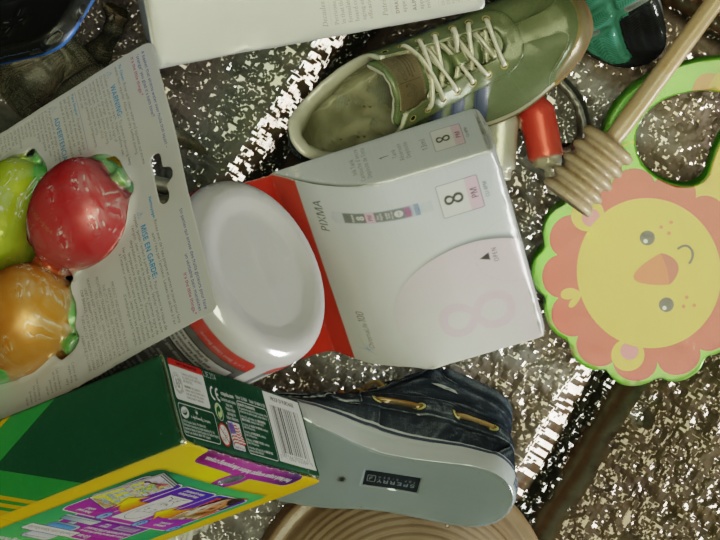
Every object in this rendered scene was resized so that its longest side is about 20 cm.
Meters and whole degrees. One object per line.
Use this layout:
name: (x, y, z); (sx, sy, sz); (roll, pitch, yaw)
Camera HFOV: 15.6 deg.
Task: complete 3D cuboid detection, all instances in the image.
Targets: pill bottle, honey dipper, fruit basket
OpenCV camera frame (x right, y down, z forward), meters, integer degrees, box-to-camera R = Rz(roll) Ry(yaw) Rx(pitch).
pill bottle: (-0.129, 0.034, 1.570); (0.200, 0.116, 0.116); (-26, 102, 34)
honey dipper: (0.186, -0.123, 1.626); (0.038, 0.038, 0.200); (36, 92, -9)
fruit basket: (-0.176, -0.009, 1.504); (0.200, 0.094, 0.185); (-26, 59, 17)

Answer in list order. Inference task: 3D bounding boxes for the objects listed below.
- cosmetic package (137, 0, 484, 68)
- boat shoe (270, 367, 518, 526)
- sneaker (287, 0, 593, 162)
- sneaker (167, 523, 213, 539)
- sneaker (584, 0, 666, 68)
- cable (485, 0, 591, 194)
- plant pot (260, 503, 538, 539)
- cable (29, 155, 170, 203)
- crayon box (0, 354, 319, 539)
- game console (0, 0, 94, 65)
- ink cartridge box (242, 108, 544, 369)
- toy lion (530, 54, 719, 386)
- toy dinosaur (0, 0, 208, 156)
cosmetic package: (-0.036, -0.184, 1.560); (0.200, 0.113, 0.081); (-12, 108, -3)
boat shoe: (0.001, 0.100, 1.652); (0.200, 0.091, 0.071); (14, 126, -7)
sneaker: (0.043, -0.112, 1.597); (0.200, 0.090, 0.067); (-26, 83, 18)
sneaker: (-0.127, 0.149, 1.656); (0.071, 0.073, 0.200); (26, 94, -3)
sneaker: (0.135, -0.219, 1.636); (0.074, 0.088, 0.200); (-17, 127, 36)
cable: (0.093, -0.141, 1.646); (0.097, 0.050, 0.200); (-4, 99, 3)
plant pot: (0.028, 0.224, 1.673); (0.201, 0.093, 0.201); (-1, 99, -5)
cable: (-0.217, -0.061, 1.612); (0.200, 0.097, 0.050); (24, 53, -11)
crayon box: (-0.141, 0.115, 1.511); (0.172, 0.200, 0.058); (-21, 73, 16)
game console: (-0.218, -0.224, 1.534); (0.118, 0.171, 0.200); (45, 56, -32)
ink cartridge box: (0.000, 0.000, 1.614); (0.200, 0.057, 0.163); (-20, 132, -1)
toy lion: (0.200, -0.031, 1.674); (0.192, 0.069, 0.200); (-9, 99, 3)
toy dinosaur: (-0.185, -0.122, 1.623); (0.200, 0.077, 0.102); (32, 113, -16)
